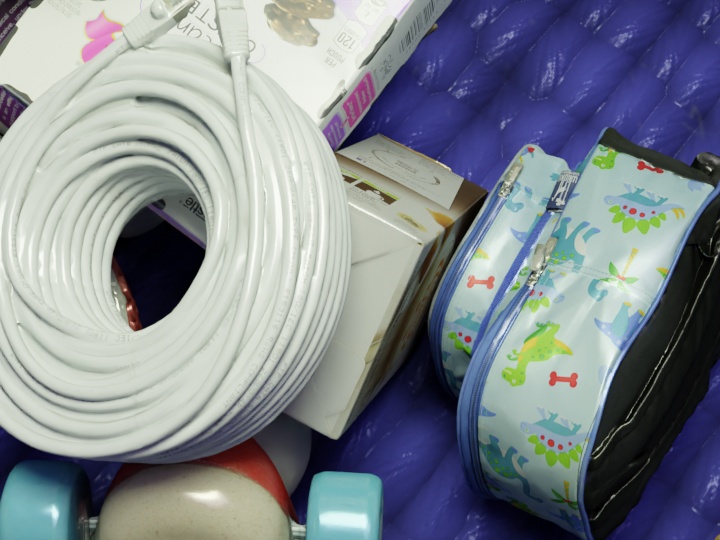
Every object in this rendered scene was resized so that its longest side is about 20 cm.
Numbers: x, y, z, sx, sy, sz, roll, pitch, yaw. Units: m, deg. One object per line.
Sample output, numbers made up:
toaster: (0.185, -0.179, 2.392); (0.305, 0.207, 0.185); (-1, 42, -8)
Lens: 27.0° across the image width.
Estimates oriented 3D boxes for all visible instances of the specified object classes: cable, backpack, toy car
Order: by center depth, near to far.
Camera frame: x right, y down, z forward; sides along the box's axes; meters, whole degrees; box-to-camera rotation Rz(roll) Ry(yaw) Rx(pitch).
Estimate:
cable: (-0.100, -0.008, 0.704); (0.199, 0.069, 0.201); (-28, 67, 18)
toy car: (-0.075, 0.123, 0.814); (0.183, 0.178, 0.201); (1, 35, 4)
backpack: (0.124, 0.041, 0.860); (0.146, 0.183, 0.201); (19, 63, 25)

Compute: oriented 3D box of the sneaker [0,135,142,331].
sneaker: (-0.201, -0.003, 0.877); (0.200, 0.078, 0.082); (41, 68, 20)

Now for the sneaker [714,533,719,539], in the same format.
sneaker: (0.305, 0.183, 0.892); (0.198, 0.076, 0.088); (-9, 82, -12)

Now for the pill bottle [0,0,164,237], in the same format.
pill bottle: (-0.179, -0.121, 0.910); (0.200, 0.113, 0.112); (41, 64, 9)

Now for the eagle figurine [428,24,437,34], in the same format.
eagle figurine: (-0.075, -0.188, 0.951); (0.200, 0.152, 0.151); (45, 105, 19)

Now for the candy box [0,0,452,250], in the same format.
candy box: (-0.073, -0.129, 0.809); (0.167, 0.072, 0.201); (36, 86, 9)

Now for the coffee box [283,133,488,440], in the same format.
coffee box: (0.000, 0.000, 0.825); (0.079, 0.200, 0.115); (27, 106, 8)
